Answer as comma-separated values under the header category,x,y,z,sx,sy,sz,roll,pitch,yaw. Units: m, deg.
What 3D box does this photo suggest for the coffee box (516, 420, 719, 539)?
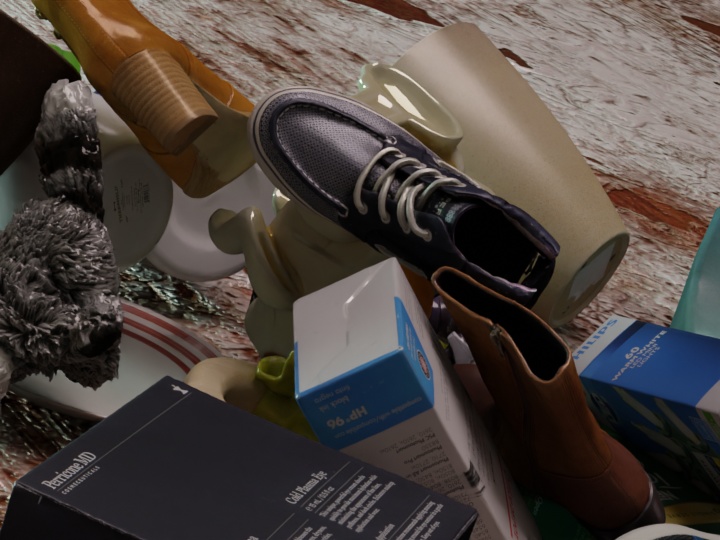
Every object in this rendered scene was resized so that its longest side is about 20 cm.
category,x,y,z,sx,sy,sz,roll,pitch,yaw
coffee box,0.131,0.128,1.627,0.123,0.044,0.200,3,24,-44

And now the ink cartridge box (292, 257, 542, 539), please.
category,x,y,z,sx,sy,sz,roll,pitch,yaw
ink cartridge box,0.036,0.109,1.431,0.068,0.201,0.116,-24,24,10

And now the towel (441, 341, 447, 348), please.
category,x,y,z,sx,sy,sz,roll,pitch,yaw
towel,0.028,0.037,1.851,0.086,0.018,0.200,14,18,4

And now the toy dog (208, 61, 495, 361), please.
category,x,y,z,sx,sy,sz,roll,pitch,yaw
toy dog,0.000,0.000,1.619,0.193,0.201,0.139,35,34,11

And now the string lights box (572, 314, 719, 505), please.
category,x,y,z,sx,sy,sz,roll,pitch,yaw
string lights box,0.215,0.093,1.624,0.103,0.059,0.200,53,-16,-19

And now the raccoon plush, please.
category,x,y,z,sx,sy,sz,roll,pitch,yaw
raccoon plush,-0.212,-0.003,1.467,0.133,0.097,0.201,-3,65,-16

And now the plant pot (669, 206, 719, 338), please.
category,x,y,z,sx,sy,sz,roll,pitch,yaw
plant pot,0.276,0.069,1.817,0.141,0.142,0.200,22,23,11

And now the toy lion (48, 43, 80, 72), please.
category,x,y,z,sx,sy,sz,roll,pitch,yaw
toy lion,-0.310,-0.141,1.875,0.199,0.069,0.191,-5,-9,26

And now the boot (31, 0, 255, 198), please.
category,x,y,z,sx,sy,sz,roll,pitch,yaw
boot,-0.128,-0.124,1.575,0.144,0.071,0.201,51,3,13

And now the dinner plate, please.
category,x,y,z,sx,sy,sz,roll,pitch,yaw
dinner plate,-0.168,0.054,1.580,0.199,0.024,0.200,16,17,-5

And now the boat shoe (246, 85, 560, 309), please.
category,x,y,z,sx,sy,sz,roll,pitch,yaw
boat shoe,0.028,-0.045,1.471,0.199,0.075,0.093,31,-9,-5

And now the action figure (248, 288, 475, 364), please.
category,x,y,z,sx,sy,sz,roll,pitch,yaw
action figure,0.030,0.027,1.756,0.199,0.070,0.130,12,11,-17

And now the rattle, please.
category,x,y,z,sx,sy,sz,roll,pitch,yaw
rattle,-0.048,0.070,1.462,0.200,0.143,0.131,10,49,-53

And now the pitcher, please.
category,x,y,z,sx,sy,sz,roll,pitch,yaw
pitcher,-0.217,-0.085,1.654,0.199,0.173,0.121,18,36,42

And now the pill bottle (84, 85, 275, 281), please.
category,x,y,z,sx,sy,sz,roll,pitch,yaw
pill bottle,-0.147,-0.070,1.797,0.119,0.120,0.200,7,9,-32

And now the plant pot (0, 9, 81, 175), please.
category,x,y,z,sx,sy,sz,roll,pitch,yaw
plant pot,-0.293,-0.077,1.520,0.186,0.201,0.187,30,-6,4

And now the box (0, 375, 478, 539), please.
category,x,y,z,sx,sy,sz,roll,pitch,yaw
box,-0.063,0.153,1.253,0.181,0.105,0.200,23,18,12

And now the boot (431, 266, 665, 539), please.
category,x,y,z,sx,sy,sz,roll,pitch,yaw
boot,0.076,0.067,1.486,0.188,0.068,0.200,43,-7,41

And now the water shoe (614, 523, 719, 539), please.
category,x,y,z,sx,sy,sz,roll,pitch,yaw
water shoe,0.199,0.189,1.470,0.199,0.072,0.079,0,27,-45

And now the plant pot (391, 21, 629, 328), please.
category,x,y,z,sx,sy,sz,roll,pitch,yaw
plant pot,0.101,-0.055,1.972,0.200,0.188,0.187,40,24,20
